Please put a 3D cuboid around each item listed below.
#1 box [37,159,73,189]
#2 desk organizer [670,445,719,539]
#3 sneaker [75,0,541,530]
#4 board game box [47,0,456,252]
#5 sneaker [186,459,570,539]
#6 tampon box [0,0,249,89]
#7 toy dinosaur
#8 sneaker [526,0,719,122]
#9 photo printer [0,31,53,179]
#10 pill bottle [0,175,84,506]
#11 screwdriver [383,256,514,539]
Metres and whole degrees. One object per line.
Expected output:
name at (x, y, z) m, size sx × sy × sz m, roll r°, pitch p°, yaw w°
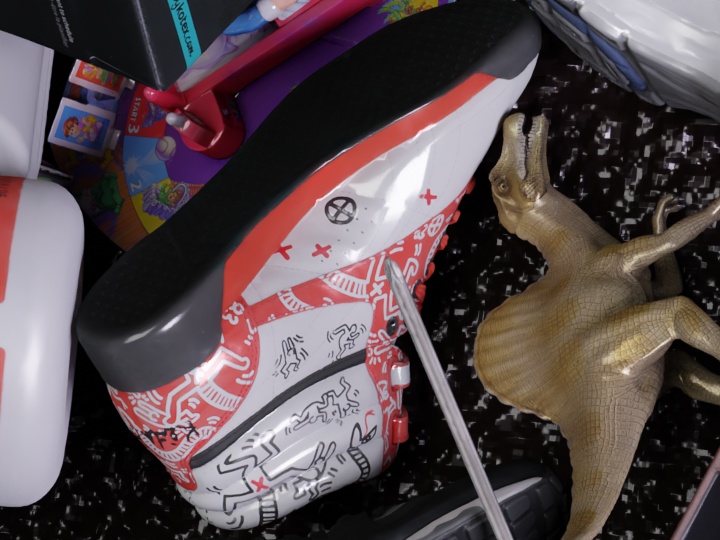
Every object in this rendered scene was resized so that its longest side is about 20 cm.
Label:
box at (-0.191, 0.035, 1.042) m, size 0.110 × 0.035 × 0.201 m, roll 28°, pitch 96°, yaw 45°
desk organizer at (0.133, 0.105, 0.833) m, size 0.072 × 0.077 × 0.201 m, roll 31°, pitch 97°, yaw 30°
sneaker at (-0.001, 0.000, 0.938) m, size 0.201 × 0.108 × 0.067 m, roll -42°, pitch 35°, yaw -22°
board game box at (-0.046, -0.095, 0.992) m, size 0.158 × 0.039 × 0.201 m, roll 18°, pitch 91°, yaw 31°
sneaker at (-0.027, 0.108, 0.893) m, size 0.200 × 0.076 × 0.088 m, roll -32°, pitch 51°, yaw -15°
tampon box at (-0.069, -0.191, 0.902) m, size 0.126 × 0.150 × 0.200 m, roll 22°, pitch 56°, yaw 29°
toy dinosaur at (0.086, 0.028, 0.863) m, size 0.101 × 0.058 × 0.200 m, roll -10°, pitch 43°, yaw 5°
sneaker at (0.122, -0.092, 0.889) m, size 0.200 × 0.075 × 0.087 m, roll 33°, pitch 87°, yaw 23°
photo printer at (-0.191, -0.097, 1.022) m, size 0.166 × 0.070 × 0.200 m, roll -17°, pitch 45°, yaw 20°
pill bottle at (-0.196, 0.016, 0.915) m, size 0.199 × 0.112 × 0.113 m, roll 6°, pitch 83°, yaw -4°
screwdriver at (0.040, 0.082, 0.850) m, size 0.029 × 0.200 × 0.028 m, roll -26°, pitch 25°, yaw 5°
